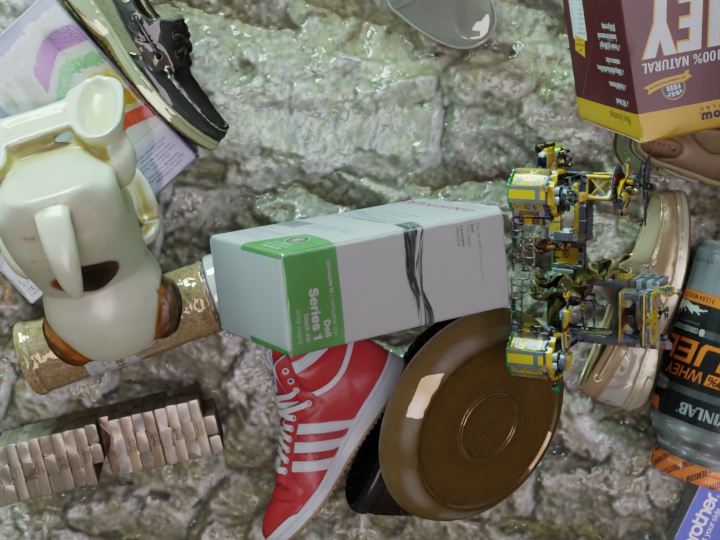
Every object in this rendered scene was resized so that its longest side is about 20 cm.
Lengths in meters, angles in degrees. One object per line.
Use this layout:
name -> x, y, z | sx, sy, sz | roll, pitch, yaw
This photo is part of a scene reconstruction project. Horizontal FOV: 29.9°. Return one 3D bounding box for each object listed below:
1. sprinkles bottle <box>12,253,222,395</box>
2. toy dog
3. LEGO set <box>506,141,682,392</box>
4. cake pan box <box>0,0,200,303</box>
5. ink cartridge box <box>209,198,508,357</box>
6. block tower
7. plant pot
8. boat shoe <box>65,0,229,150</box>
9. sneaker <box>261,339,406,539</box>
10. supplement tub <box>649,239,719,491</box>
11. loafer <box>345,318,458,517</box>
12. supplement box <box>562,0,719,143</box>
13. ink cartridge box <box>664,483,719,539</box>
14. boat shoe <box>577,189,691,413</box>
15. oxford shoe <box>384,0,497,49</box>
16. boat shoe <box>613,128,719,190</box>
sprinkles bottle -> -0.191, 0.044, 1.153 | 0.199, 0.068, 0.068 | -19, 101, 0
toy dog -> -0.206, -0.019, 1.040 | 0.139, 0.194, 0.200 | -26, 136, -13
LEGO set -> 0.194, -0.003, 1.087 | 0.116, 0.154, 0.201 | 4, 94, 28
cake pan box -> -0.268, -0.100, 1.130 | 0.200, 0.052, 0.184 | -40, 99, 4
ink cartridge box -> 0.000, 0.000, 1.088 | 0.199, 0.146, 0.085 | -11, 101, -26
block tower -> -0.222, 0.150, 1.178 | 0.199, 0.058, 0.054 | -13, 101, -4
plant pot -> 0.105, 0.130, 1.162 | 0.200, 0.027, 0.201 | -15, 116, -32
boat shoe -> -0.171, -0.188, 1.108 | 0.065, 0.073, 0.200 | -39, 101, 9
sneaker -> -0.057, 0.135, 1.179 | 0.112, 0.071, 0.200 | 32, 89, -13
supplement tub -> 0.319, 0.082, 1.143 | 0.122, 0.123, 0.201 | 14, 93, -7
loafer -> 0.059, 0.131, 1.194 | 0.071, 0.073, 0.200 | 26, 101, -21
supplement box -> 0.245, -0.220, 1.071 | 0.132, 0.197, 0.201 | -11, 102, -2
ink cartridge box -> 0.362, 0.176, 1.226 | 0.094, 0.044, 0.200 | 24, 98, 1
boat shoe -> 0.237, 0.023, 1.179 | 0.069, 0.074, 0.201 | 12, 95, -2
oxford shoe -> 0.038, -0.262, 1.119 | 0.075, 0.058, 0.200 | -42, 103, 1
boat shoe -> 0.322, -0.097, 1.168 | 0.199, 0.063, 0.074 | 3, 100, -5
